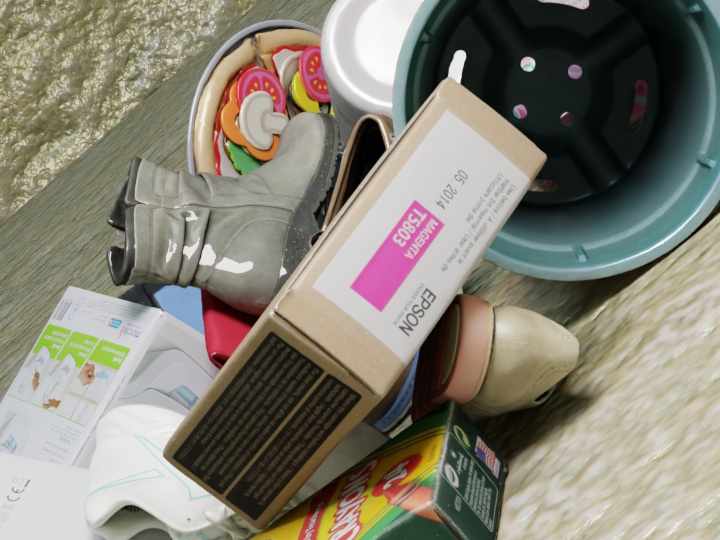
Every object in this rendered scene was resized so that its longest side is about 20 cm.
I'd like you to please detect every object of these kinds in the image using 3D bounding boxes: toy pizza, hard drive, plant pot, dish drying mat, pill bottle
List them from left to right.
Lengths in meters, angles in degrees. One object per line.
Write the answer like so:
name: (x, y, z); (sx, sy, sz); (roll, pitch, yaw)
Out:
hard drive: (-0.173, 0.166, 1.594); (0.199, 0.025, 0.132); (10, 41, 18)
dish drying mat: (-0.065, 0.034, 1.736); (0.018, 0.077, 0.200); (-62, 14, 15)
toy pizza: (-0.043, -0.081, 1.992); (0.032, 0.200, 0.200); (-5, 34, 46)
pill bottle: (0.037, -0.118, 1.917); (0.114, 0.114, 0.200); (-42, -18, -11)
plant pot: (0.116, -0.102, 1.637); (0.200, 0.200, 0.196); (-40, 4, 3)

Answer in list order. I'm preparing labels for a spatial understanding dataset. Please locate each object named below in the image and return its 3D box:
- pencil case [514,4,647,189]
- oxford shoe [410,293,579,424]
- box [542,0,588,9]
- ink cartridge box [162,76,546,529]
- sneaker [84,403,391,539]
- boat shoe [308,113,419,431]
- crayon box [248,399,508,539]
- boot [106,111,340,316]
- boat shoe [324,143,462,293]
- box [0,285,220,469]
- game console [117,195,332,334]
pencil case: (0.174, -0.138, 1.799); (0.200, 0.088, 0.087); (-34, 14, 18)
oxford shoe: (0.070, 0.057, 1.509); (0.200, 0.074, 0.071); (145, 134, -82)
box: (0.165, -0.249, 1.942); (0.106, 0.200, 0.152); (-36, 12, 20)
ink cartridge box: (-0.003, 0.018, 1.463); (0.200, 0.075, 0.165); (-53, 2, -38)
sneaker: (-0.066, 0.123, 1.563); (0.200, 0.070, 0.080); (-3, 51, 25)
boat shoe: (0.000, 0.000, 1.673); (0.072, 0.072, 0.201); (-9, 62, 30)
crayon box: (-0.021, 0.160, 1.411); (0.200, 0.051, 0.127); (-37, 13, 18)
boot: (-0.086, -0.051, 1.746); (0.200, 0.130, 0.068); (-81, 10, -52)
boat shoe: (0.009, -0.022, 1.788); (0.062, 0.075, 0.200); (-15, 38, -12)
box: (-0.167, 0.112, 1.767); (0.177, 0.097, 0.200); (-61, 22, -9)
game console: (-0.081, 0.043, 1.866); (0.200, 0.171, 0.118); (-36, -14, 17)
